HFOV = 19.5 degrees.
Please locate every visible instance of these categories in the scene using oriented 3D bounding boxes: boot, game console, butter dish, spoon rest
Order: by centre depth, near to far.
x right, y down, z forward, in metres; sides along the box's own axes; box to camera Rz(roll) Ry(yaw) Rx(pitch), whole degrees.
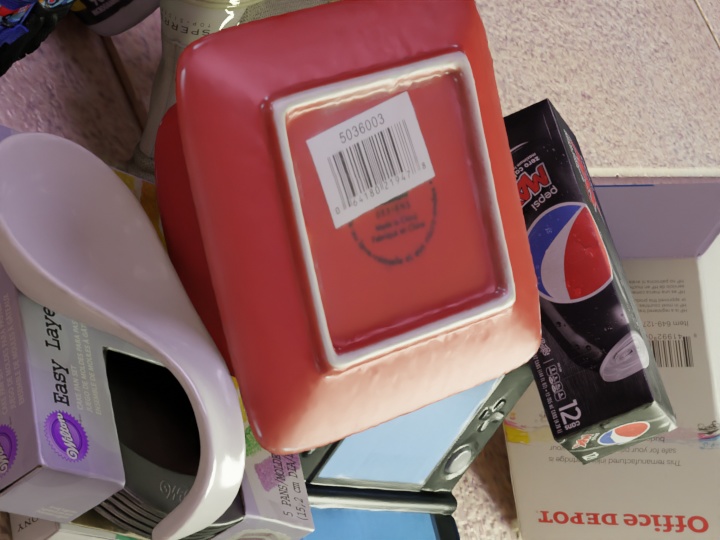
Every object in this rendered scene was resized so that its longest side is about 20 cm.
[{"bbox_3d":[-0.108,0.022,0.959,0.099,0.061,0.201,-16,76,-58],"label":"spoon rest"},{"bbox_3d":[-0.028,-0.028,1.040,0.200,0.148,0.200,-19,101,-39],"label":"butter dish"},{"bbox_3d":[0.038,0.132,1.165,0.118,0.171,0.200,44,17,29],"label":"game console"},{"bbox_3d":[-0.065,-0.115,1.228,0.072,0.155,0.200,22,21,22],"label":"boot"}]

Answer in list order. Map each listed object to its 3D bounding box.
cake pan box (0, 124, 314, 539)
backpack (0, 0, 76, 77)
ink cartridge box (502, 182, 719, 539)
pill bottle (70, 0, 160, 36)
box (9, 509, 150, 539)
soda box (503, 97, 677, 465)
[{"bbox_3d":[-0.116,0.042,1.036,0.184,0.052,0.201,20,46,-43],"label":"cake pan box"},{"bbox_3d":[-0.195,-0.206,1.068,0.183,0.200,0.135,52,30,-10],"label":"backpack"},{"bbox_3d":[0.178,0.060,1.355,0.145,0.147,0.201,-42,128,-59],"label":"ink cartridge box"},{"bbox_3d":[-0.181,-0.241,1.209,0.200,0.114,0.115,44,33,-22],"label":"pill bottle"},{"bbox_3d":[-0.128,0.061,1.082,0.144,0.036,0.201,20,48,-47],"label":"box"},{"bbox_3d":[0.120,0.006,1.227,0.071,0.063,0.201,40,30,-64],"label":"soda box"}]
